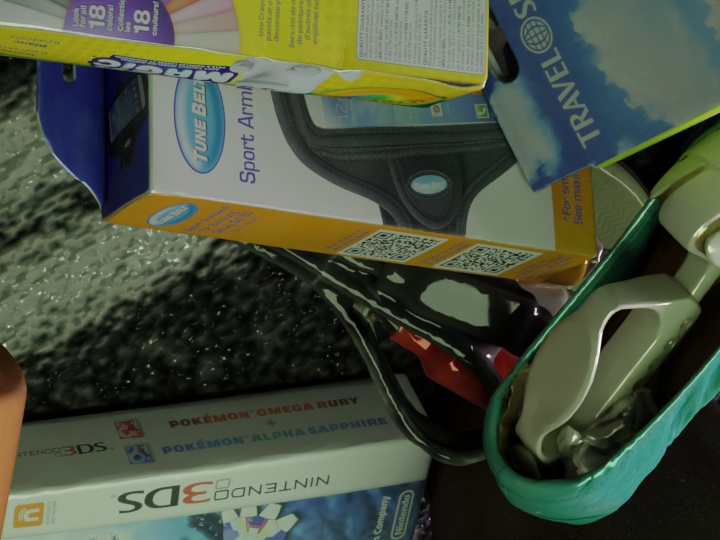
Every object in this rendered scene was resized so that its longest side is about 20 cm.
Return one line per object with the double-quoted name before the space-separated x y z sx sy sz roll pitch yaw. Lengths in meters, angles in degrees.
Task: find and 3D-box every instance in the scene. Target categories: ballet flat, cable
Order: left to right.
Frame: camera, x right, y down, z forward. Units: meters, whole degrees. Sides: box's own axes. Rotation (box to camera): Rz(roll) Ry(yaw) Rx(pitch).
"cable" 0.000 0.000 0.941 0.199 0.050 0.097 25 105 -12
"ballet flat" 0.110 0.005 0.889 0.200 0.067 0.070 -54 154 13

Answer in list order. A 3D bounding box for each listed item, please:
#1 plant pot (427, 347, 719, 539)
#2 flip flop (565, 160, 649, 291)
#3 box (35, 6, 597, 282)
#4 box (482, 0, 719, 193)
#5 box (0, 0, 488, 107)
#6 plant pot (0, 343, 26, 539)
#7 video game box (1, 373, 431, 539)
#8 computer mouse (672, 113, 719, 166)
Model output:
"plant pot" 0.106 0.118 1.039 0.186 0.200 0.188 -14 134 -15
"flip flop" 0.029 -0.023 0.978 0.199 0.058 0.081 18 118 -37
"box" -0.012 -0.068 0.878 0.199 0.120 0.041 8 161 -33
"box" 0.114 -0.119 0.842 0.200 0.122 0.048 -27 179 38
"box" -0.056 -0.119 0.808 0.199 0.048 0.118 6 81 -27
"plant pot" -0.200 0.072 0.868 0.199 0.200 0.141 17 103 -36
"video game box" -0.073 0.138 1.079 0.181 0.047 0.201 -5 130 -20
"computer mouse" 0.147 -0.026 0.999 0.053 0.139 0.200 -24 147 -16
